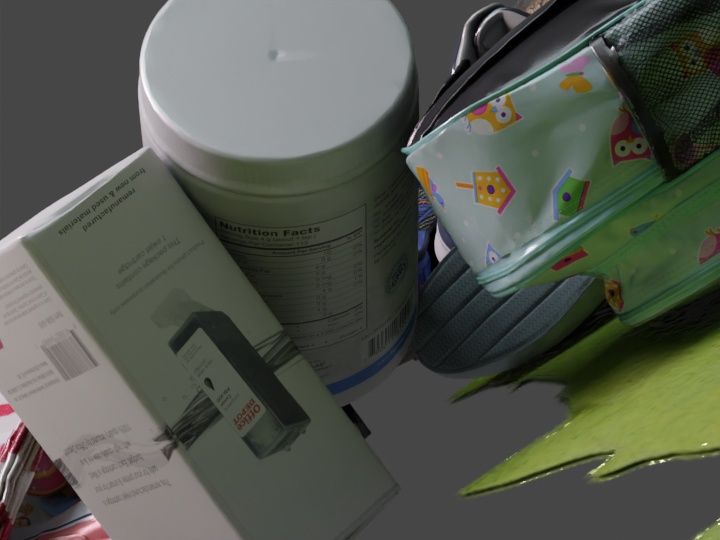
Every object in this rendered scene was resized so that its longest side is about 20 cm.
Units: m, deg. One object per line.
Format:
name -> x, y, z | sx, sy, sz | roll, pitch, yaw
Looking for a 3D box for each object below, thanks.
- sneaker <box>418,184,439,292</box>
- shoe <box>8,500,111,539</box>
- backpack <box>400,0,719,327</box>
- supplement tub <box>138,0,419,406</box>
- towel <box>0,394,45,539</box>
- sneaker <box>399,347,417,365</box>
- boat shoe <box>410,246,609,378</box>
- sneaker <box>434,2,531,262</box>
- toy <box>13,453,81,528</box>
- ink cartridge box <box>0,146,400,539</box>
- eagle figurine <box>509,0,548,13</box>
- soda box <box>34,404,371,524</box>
sneaker -> 0.000, 0.000, 1.562 | 0.078, 0.076, 0.200 | 28, 43, 33
shoe -> -0.150, 0.172, 1.493 | 0.199, 0.072, 0.091 | -16, 40, 26
backpack -> 0.124, -0.060, 1.309 | 0.199, 0.154, 0.176 | -25, 3, 6
supplement tub -> -0.036, -0.036, 1.409 | 0.132, 0.132, 0.200 | -38, -31, -25
towel -> -0.213, 0.113, 1.530 | 0.144, 0.023, 0.200 | -20, 42, 49
sneaker -> 0.003, 0.039, 1.736 | 0.115, 0.076, 0.200 | -24, 6, -19
boat shoe -> 0.115, -0.008, 1.468 | 0.200, 0.074, 0.067 | -35, -24, 25
sneaker -> 0.113, -0.100, 1.524 | 0.202, 0.077, 0.146 | -47, -26, -26
toy -> -0.167, 0.086, 1.576 | 0.047, 0.116, 0.200 | 18, -19, -42
ink cartridge box -> -0.092, 0.057, 1.375 | 0.085, 0.200, 0.146 | -38, 6, -27
eagle figurine -> 0.147, -0.134, 1.861 | 0.152, 0.199, 0.151 | 62, -142, -64
soda box -> -0.095, 0.119, 1.592 | 0.200, 0.063, 0.071 | -33, 6, 30
